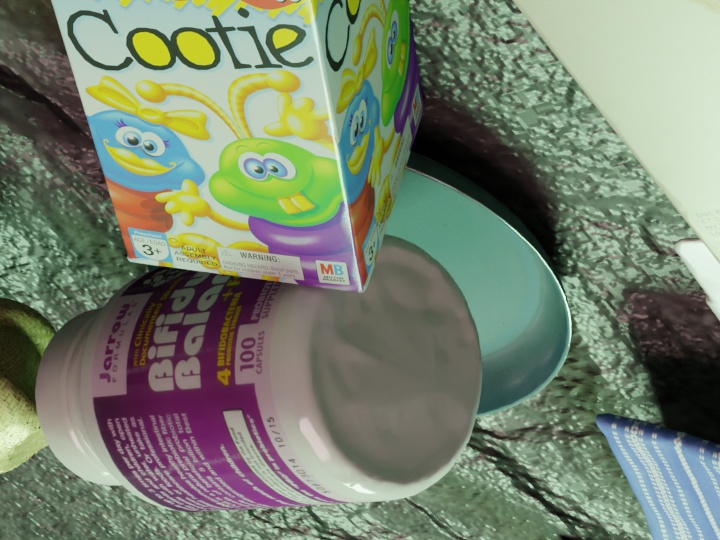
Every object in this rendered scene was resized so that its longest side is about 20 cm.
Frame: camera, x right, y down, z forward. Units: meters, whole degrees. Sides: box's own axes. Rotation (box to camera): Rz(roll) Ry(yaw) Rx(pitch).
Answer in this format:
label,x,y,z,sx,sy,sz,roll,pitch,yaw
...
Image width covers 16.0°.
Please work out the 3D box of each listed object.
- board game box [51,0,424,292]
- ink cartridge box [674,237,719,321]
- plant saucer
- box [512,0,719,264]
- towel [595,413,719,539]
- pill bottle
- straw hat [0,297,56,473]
label,x,y,z,sx,sy,sz,roll,pitch,yaw
board game box,-0.044,-0.097,0.974,0.103,0.105,0.200,8,145,14
ink cartridge box,0.214,0.011,1.016,0.116,0.068,0.200,-5,146,29
plant saucer,0.000,0.000,1.155,0.200,0.027,0.200,12,144,9
box,0.120,-0.096,0.875,0.078,0.095,0.200,-11,137,36
towel,0.208,0.130,1.150,0.200,0.024,0.145,18,156,30
pill bottle,-0.052,0.048,1.114,0.200,0.112,0.112,-9,137,47
straw hat,-0.182,0.055,1.191,0.085,0.201,0.201,-9,139,13
